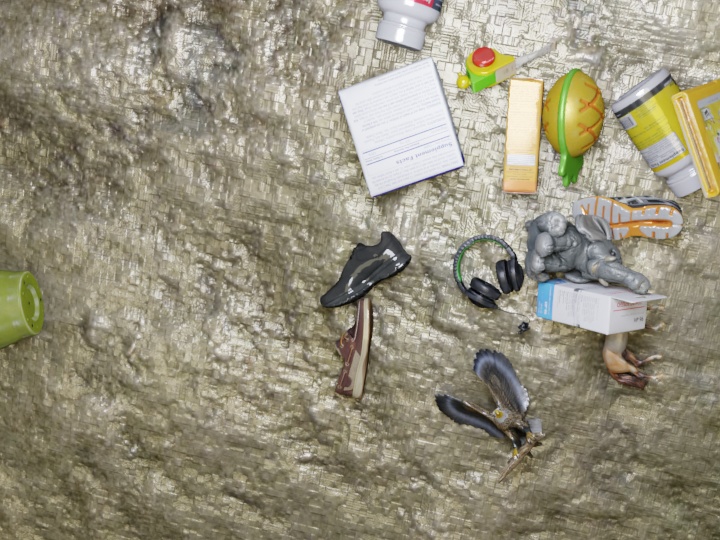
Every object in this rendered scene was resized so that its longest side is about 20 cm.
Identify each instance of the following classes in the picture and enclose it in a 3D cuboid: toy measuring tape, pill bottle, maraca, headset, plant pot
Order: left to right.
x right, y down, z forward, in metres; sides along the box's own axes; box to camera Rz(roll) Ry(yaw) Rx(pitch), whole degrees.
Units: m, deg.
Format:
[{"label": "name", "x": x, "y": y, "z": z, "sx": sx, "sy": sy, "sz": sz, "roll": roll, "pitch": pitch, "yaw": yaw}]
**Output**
[{"label": "plant pot", "x": -0.751, "y": 0.081, "z": 1.649, "sx": 0.188, "sy": 0.200, "sz": 0.205, "roll": -9, "pitch": 99, "yaw": -3}, {"label": "pill bottle", "x": 0.094, "y": -0.501, "z": 1.450, "sx": 0.117, "sy": 0.120, "sz": 0.204, "roll": 16, "pitch": 102, "yaw": 5}, {"label": "headset", "x": 0.260, "y": 0.028, "z": 1.551, "sx": 0.123, "sy": 0.094, "sz": 0.202, "roll": -35, "pitch": 78, "yaw": 17}, {"label": "toy measuring tape", "x": 0.256, "y": -0.384, "z": 1.481, "sx": 0.197, "sy": 0.074, "sz": 0.075, "roll": -28, "pitch": 95, "yaw": -5}, {"label": "maraca", "x": 0.375, "y": -0.252, "z": 1.448, "sx": 0.105, "sy": 0.136, "sz": 0.205, "roll": 10, "pitch": 109, "yaw": 35}, {"label": "pill bottle", "x": 0.538, "y": -0.238, "z": 1.431, "sx": 0.113, "sy": 0.114, "sz": 0.202, "roll": -35, "pitch": 94, "yaw": 12}]

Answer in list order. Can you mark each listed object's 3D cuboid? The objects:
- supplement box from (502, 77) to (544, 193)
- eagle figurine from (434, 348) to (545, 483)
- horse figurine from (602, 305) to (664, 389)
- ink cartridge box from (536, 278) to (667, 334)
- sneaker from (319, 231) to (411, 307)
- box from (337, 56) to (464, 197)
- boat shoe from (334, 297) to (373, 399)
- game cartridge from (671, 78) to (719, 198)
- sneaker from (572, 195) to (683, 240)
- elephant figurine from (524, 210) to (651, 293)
[{"label": "supplement box", "x": 0.296, "y": -0.245, "z": 1.488, "sx": 0.067, "sy": 0.067, "sz": 0.205, "roll": 2, "pitch": 100, "yaw": 13}, {"label": "eagle figurine", "x": 0.261, "y": 0.269, "z": 1.568, "sx": 0.150, "sy": 0.152, "sz": 0.200, "roll": -27, "pitch": 59, "yaw": -26}, {"label": "horse figurine", "x": 0.497, "y": 0.133, "z": 1.528, "sx": 0.130, "sy": 0.050, "sz": 0.205, "roll": 1, "pitch": 106, "yaw": 21}, {"label": "ink cartridge box", "x": 0.423, "y": 0.064, "z": 1.445, "sx": 0.198, "sy": 0.114, "sz": 0.070, "roll": 14, "pitch": 105, "yaw": 52}, {"label": "sneaker", "x": 0.000, "y": 0.000, "z": 1.580, "sx": 0.198, "sy": 0.076, "sz": 0.092, "roll": -34, "pitch": 84, "yaw": 5}, {"label": "box", "x": 0.079, "y": -0.260, "z": 1.499, "sx": 0.180, "sy": 0.105, "sz": 0.204, "roll": -17, "pitch": 96, "yaw": 10}, {"label": "boat shoe", "x": -0.017, "y": 0.150, "z": 1.602, "sx": 0.070, "sy": 0.072, "sz": 0.205, "roll": 8, "pitch": 107, "yaw": 5}, {"label": "game cartridge", "x": 0.611, "y": -0.232, "z": 1.387, "sx": 0.032, "sy": 0.198, "sz": 0.180, "roll": -17, "pitch": 94, "yaw": 52}, {"label": "sneaker", "x": 0.484, "y": -0.101, "z": 1.486, "sx": 0.196, "sy": 0.077, "sz": 0.080, "roll": 10, "pitch": 121, "yaw": 25}, {"label": "elephant figurine", "x": 0.398, "y": -0.029, "z": 1.455, "sx": 0.195, "sy": 0.142, "sz": 0.158, "roll": 10, "pitch": 68, "yaw": -1}]
